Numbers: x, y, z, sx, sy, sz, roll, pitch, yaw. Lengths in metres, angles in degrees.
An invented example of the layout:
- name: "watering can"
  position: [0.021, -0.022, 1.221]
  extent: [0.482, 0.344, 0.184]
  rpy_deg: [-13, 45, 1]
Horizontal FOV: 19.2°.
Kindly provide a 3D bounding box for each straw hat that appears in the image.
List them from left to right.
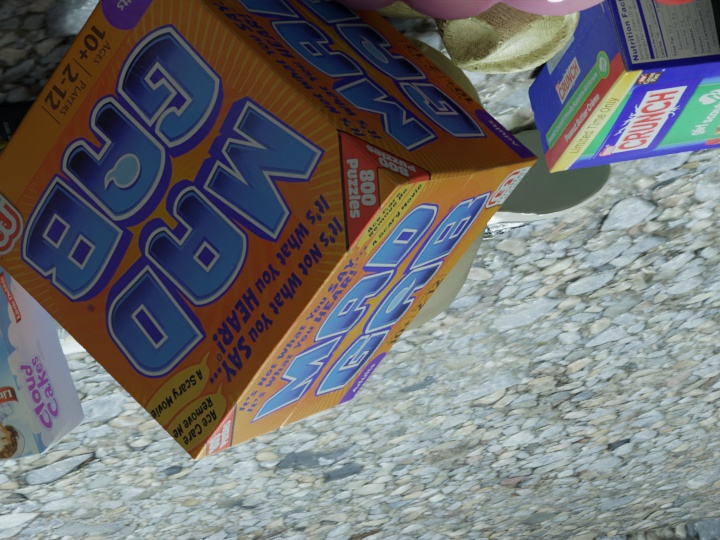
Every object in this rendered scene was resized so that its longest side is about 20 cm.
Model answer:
- name: "straw hat"
  position: [0.092, -0.173, 1.358]
  extent: [0.200, 0.085, 0.201]
  rpy_deg: [-13, 162, -4]

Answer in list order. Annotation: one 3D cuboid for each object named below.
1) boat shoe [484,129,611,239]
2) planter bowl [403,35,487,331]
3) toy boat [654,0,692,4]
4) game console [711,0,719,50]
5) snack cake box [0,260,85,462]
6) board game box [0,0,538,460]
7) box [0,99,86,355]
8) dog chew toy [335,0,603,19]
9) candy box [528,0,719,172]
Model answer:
- name: "boat shoe"
  position: [0.108, -0.062, 1.738]
  extent: [0.199, 0.075, 0.093]
  rpy_deg: [-9, 169, 10]
- name: "planter bowl"
  position: [0.007, -0.074, 1.435]
  extent: [0.199, 0.201, 0.135]
  rpy_deg: [-5, 149, -27]
- name: "toy boat"
  position: [0.256, -0.209, 1.265]
  extent: [0.199, 0.131, 0.131]
  rpy_deg: [-17, 145, -4]
- name: "game console"
  position: [0.335, -0.212, 1.394]
  extent: [0.199, 0.177, 0.116]
  rpy_deg: [-13, -170, -4]
- name: "snack cake box"
  position: [-0.276, 0.063, 1.247]
  extent: [0.199, 0.115, 0.067]
  rpy_deg: [-13, -169, 19]
- name: "board game box"
  position: [-0.061, -0.047, 1.220]
  extent: [0.200, 0.200, 0.200]
  rpy_deg: [-53, 164, 21]
- name: "box"
  position: [-0.217, -0.028, 1.371]
  extent: [0.157, 0.200, 0.051]
  rpy_deg: [-8, 135, -17]
- name: "dog chew toy"
  position: [0.061, -0.200, 1.219]
  extent: [0.199, 0.125, 0.125]
  rpy_deg: [-9, 163, 10]
- name: "candy box"
  position: [0.244, -0.149, 1.558]
  extent: [0.199, 0.077, 0.169]
  rpy_deg: [-7, 161, -17]
